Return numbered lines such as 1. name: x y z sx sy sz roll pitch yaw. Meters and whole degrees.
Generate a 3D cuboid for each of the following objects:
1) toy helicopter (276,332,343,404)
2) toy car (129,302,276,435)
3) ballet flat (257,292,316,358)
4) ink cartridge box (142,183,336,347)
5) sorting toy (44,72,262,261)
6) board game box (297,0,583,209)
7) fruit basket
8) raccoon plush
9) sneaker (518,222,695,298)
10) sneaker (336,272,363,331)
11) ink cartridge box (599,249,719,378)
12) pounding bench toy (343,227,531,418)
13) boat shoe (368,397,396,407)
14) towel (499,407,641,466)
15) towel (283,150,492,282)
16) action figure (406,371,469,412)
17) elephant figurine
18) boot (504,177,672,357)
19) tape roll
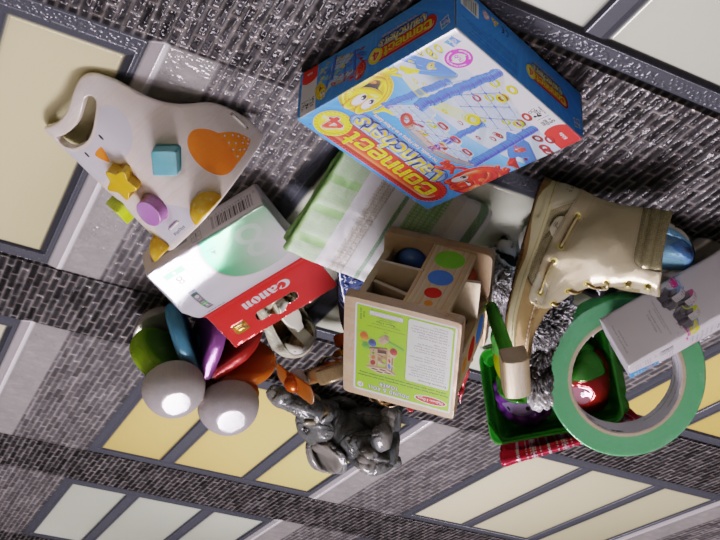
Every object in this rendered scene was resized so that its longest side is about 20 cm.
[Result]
1. toy helicopter: -0.043 0.127 1.362 0.131 0.080 0.200 -16 178 -2
2. toy car: -0.203 0.108 1.425 0.198 0.176 0.151 23 115 -29
3. ballet flat: -0.094 0.073 1.409 0.062 0.068 0.200 34 166 33
4. ink cartridge box: -0.134 0.011 1.258 0.160 0.050 0.200 -30 131 9
5. sorting toy: -0.233 -0.117 1.107 0.179 0.108 0.199 38 140 -16
6. board game box: 0.076 -0.156 1.016 0.195 0.057 0.199 -23 140 38
7. fruit basket: 0.246 0.143 1.443 0.212 0.158 0.216 -7 165 -2
8. raccoon plush: 0.178 0.063 1.261 0.132 0.203 0.097 4 167 -27
9. sneaker: 0.280 -0.005 1.218 0.197 0.091 0.079 -2 150 5
10. sneaker: 0.000 0.000 1.288 0.069 0.078 0.202 -3 128 -11
11. ink cartridge box: 0.383 0.043 1.244 0.198 0.068 0.115 -30 163 8
12. pounding bench toy: 0.100 0.056 1.134 0.197 0.156 0.126 13 126 17
13. boat shoe: 0.029 0.154 1.494 0.071 0.069 0.200 11 170 -16
14. towel: 0.287 0.228 1.479 0.198 0.023 0.145 -18 175 9
15. towel: 0.030 -0.050 1.192 0.198 0.031 0.150 22 117 -26
16. action figure: 0.113 0.148 1.472 0.064 0.052 0.201 11 147 -6
17. elephant figurine: -0.039 0.248 1.686 0.197 0.157 0.141 8 -165 14
18. boot: 0.242 0.016 1.146 0.153 0.203 0.073 15 -173 11
19. tape roll: 0.331 0.130 1.351 0.197 0.204 0.048 3 -173 1
